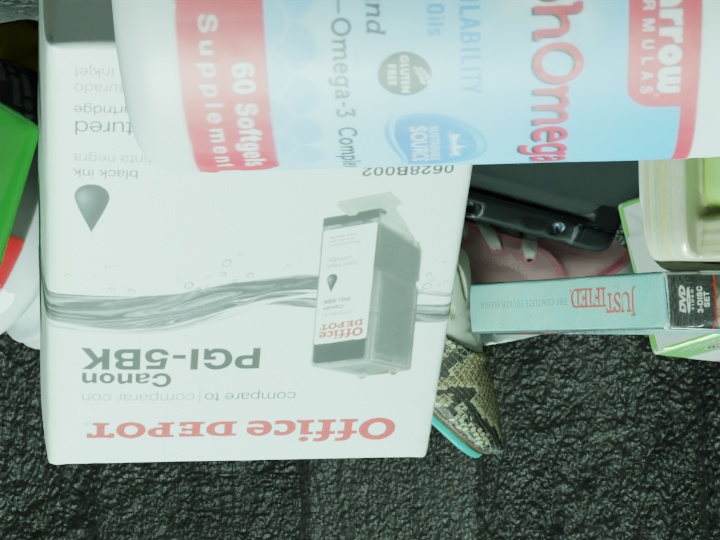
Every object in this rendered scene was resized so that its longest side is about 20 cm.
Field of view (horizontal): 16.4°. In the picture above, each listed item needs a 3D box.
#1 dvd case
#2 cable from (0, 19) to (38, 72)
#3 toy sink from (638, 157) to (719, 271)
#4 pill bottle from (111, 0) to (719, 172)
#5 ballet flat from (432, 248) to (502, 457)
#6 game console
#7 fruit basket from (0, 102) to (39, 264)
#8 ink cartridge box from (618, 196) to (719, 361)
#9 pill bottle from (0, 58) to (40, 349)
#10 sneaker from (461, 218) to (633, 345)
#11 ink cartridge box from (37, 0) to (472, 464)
[{"bbox_3d":[0.157,0.011,0.850,0.200,0.022,0.146,-1,179,-21],"label":"dvd case"},{"bbox_3d":[-0.090,-0.092,0.978,0.097,0.050,0.200,7,177,-22],"label":"cable"},{"bbox_3d":[0.151,-0.067,0.765,0.200,0.131,0.112,-1,178,36],"label":"toy sink"},{"bbox_3d":[0.044,-0.080,0.609,0.200,0.109,0.109,-2,178,3],"label":"pill bottle"},{"bbox_3d":[0.000,0.000,1.119,0.200,0.075,0.068,37,-169,-3],"label":"ballet flat"},{"bbox_3d":[0.040,-0.089,1.103,0.200,0.116,0.176,14,-161,-30],"label":"game console"},{"bbox_3d":[-0.228,0.002,0.824,0.215,0.216,0.155,0,178,-16],"label":"fruit basket"},{"bbox_3d":[0.200,-0.007,1.064,0.117,0.067,0.200,-18,168,22],"label":"ink cartridge box"},{"bbox_3d":[-0.180,-0.037,0.969,0.200,0.114,0.114,19,169,-27],"label":"pill bottle"},{"bbox_3d":[0.028,-0.020,1.179,0.200,0.105,0.075,-6,-165,3],"label":"sneaker"},{"bbox_3d":[-0.039,-0.026,0.872,0.147,0.083,0.200,-1,134,-7],"label":"ink cartridge box"}]
